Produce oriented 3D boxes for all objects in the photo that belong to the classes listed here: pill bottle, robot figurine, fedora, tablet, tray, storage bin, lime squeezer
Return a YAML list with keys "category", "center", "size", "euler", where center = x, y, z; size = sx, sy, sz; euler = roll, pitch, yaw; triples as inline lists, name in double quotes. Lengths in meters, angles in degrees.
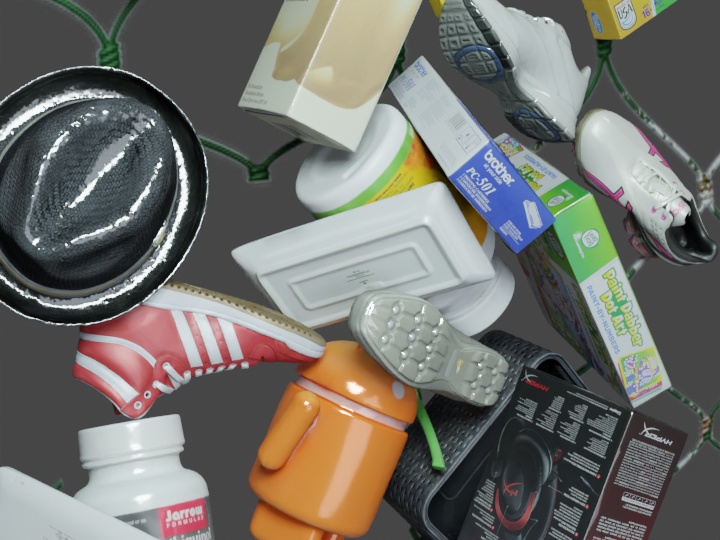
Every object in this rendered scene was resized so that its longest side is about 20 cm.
- category: "pill bottle"
  center: [0.046, -0.035, 1.028]
  size: [0.111, 0.111, 0.200]
  euler: [-50, 119, -11]
- category: "robot figurine"
  center: [-0.023, 0.147, 1.026]
  size: [0.143, 0.116, 0.202]
  euler: [25, 86, -22]
- category: "fedora"
  center: [-0.198, -0.060, 0.867]
  size: [0.199, 0.092, 0.203]
  euler: [2, 83, -17]
- category: "tablet"
  center: [-0.216, 0.236, 0.896]
  size: [0.014, 0.199, 0.132]
  euler: [-3, 104, -52]
- category: "tray"
  center: [0.000, 0.000, 0.977]
  size: [0.108, 0.198, 0.022]
  euler: [55, 30, -34]
- category: "storage bin"
  center: [0.127, 0.174, 1.132]
  size: [0.200, 0.094, 0.135]
  euler: [-49, 119, -11]
- category: "pill bottle"
  center: [-0.167, 0.219, 0.936]
  size: [0.110, 0.110, 0.202]
  euler: [-7, 83, -28]
- category: "lime squeezer"
  center: [0.070, 0.083, 1.095]
  size: [0.038, 0.070, 0.201]
  euler: [49, 51, -39]

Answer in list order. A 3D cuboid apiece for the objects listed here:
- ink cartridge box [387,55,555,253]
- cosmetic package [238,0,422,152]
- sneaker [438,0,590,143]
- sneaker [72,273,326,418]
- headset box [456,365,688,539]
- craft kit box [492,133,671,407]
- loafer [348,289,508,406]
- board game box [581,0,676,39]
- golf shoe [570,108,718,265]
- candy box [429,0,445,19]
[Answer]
- category: "ink cartridge box"
  center: [0.087, -0.100, 0.986]
  size: [0.044, 0.200, 0.094]
  euler: [-40, 120, 10]
- category: "cosmetic package"
  center: [-0.013, -0.204, 0.963]
  size: [0.071, 0.105, 0.202]
  euler: [24, 87, -31]
- category: "sneaker"
  center: [0.140, -0.197, 1.074]
  size: [0.200, 0.074, 0.088]
  euler: [39, 71, -43]
- category: "sneaker"
  center: [-0.132, 0.073, 0.965]
  size: [0.198, 0.071, 0.114]
  euler: [17, 91, -15]
- category: "headset box"
  center: [0.171, 0.201, 1.023]
  size: [0.075, 0.148, 0.202]
  euler: [22, 89, -31]
- category: "craft kit box"
  center: [0.183, -0.005, 1.063]
  size: [0.048, 0.198, 0.201]
  euler: [-30, 114, -5]
- category: "loafer"
  center: [0.048, 0.064, 0.991]
  size: [0.200, 0.069, 0.070]
  euler: [35, 76, -47]
- category: "board game box"
  center: [0.251, -0.341, 1.119]
  size: [0.153, 0.040, 0.201]
  euler: [-36, 116, -18]
- category: "golf shoe"
  center: [0.280, -0.081, 1.158]
  size: [0.073, 0.092, 0.200]
  euler: [-52, 122, -11]
- category: "candy box"
  center: [0.068, -0.329, 1.026]
  size: [0.102, 0.026, 0.201]
  euler: [-36, 116, -14]
